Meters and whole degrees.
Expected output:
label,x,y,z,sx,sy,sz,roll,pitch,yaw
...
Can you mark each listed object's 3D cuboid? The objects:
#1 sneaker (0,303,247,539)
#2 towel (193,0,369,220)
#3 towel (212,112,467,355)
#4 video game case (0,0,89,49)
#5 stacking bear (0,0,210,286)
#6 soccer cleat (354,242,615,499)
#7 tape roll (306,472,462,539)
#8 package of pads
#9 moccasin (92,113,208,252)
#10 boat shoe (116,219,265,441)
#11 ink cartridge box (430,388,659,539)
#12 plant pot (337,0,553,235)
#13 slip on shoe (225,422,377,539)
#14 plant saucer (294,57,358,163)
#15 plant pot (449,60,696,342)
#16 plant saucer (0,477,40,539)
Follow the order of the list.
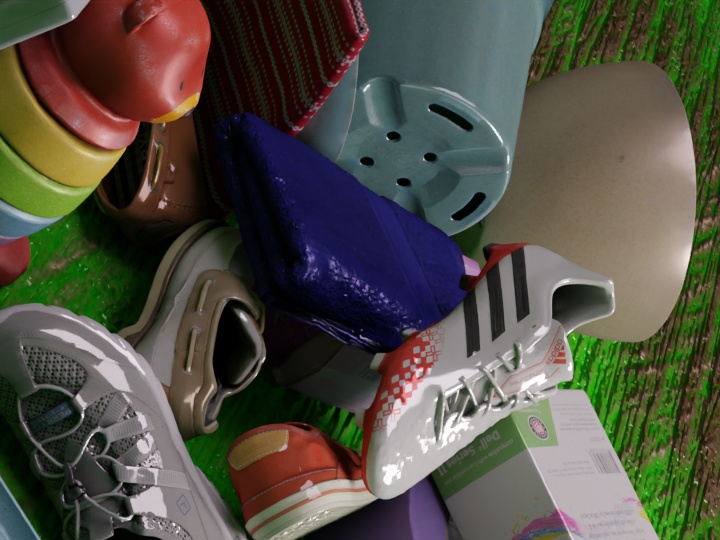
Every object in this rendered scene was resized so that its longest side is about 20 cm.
label,x,y,z,sx,sy,sz,roll,pitch,yaw
sneaker,-0.125,0.102,1.338,0.200,0.075,0.082,51,24,-14
towel,-0.065,-0.135,1.589,0.022,0.200,0.145,3,56,-33
towel,0.000,0.000,1.538,0.200,0.050,0.148,32,23,-41
video game case,-0.202,-0.131,1.331,0.022,0.199,0.182,63,23,-19
stacking bear,-0.158,-0.082,1.347,0.114,0.199,0.121,57,26,2
soccer cleat,0.068,0.054,1.447,0.200,0.085,0.069,-48,140,-41
tape roll,0.062,0.206,1.542,0.200,0.085,0.201,41,30,-31
package of pads,0.015,0.033,1.667,0.200,0.075,0.121,23,40,-50
moccasin,-0.144,-0.106,1.559,0.078,0.073,0.203,34,40,-53
boat shoe,-0.085,0.039,1.464,0.200,0.068,0.075,-62,152,-54
ink cartridge box,0.123,0.170,1.516,0.117,0.067,0.201,6,55,-59
plant pot,0.032,-0.139,1.781,0.200,0.200,0.197,40,37,-31
slip on shoe,-0.032,0.112,1.450,0.061,0.074,0.200,63,6,8
plant saucer,-0.056,-0.145,1.643,0.027,0.200,0.201,-5,60,-27
plant pot,0.136,-0.050,1.886,0.133,0.201,0.201,1,52,-18
plant saucer,-0.152,0.178,1.272,0.201,0.019,0.070,58,25,0
